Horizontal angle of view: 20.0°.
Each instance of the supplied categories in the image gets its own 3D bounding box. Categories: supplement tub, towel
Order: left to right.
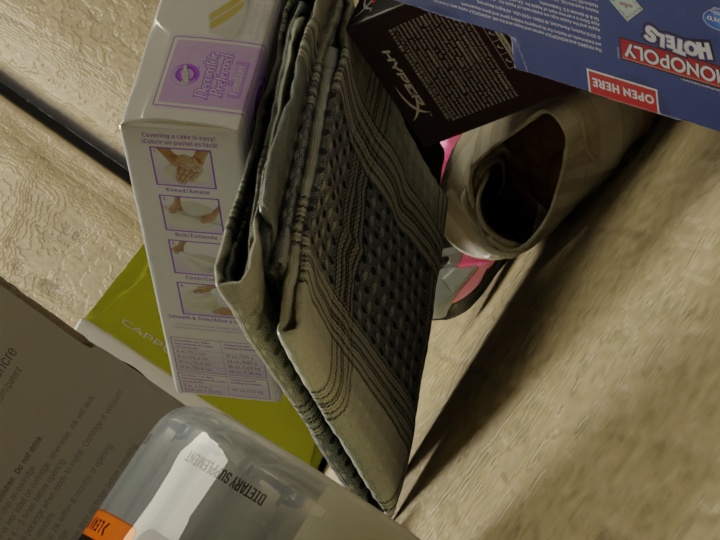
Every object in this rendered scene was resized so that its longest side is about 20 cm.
[{"bbox_3d":[-0.062,0.154,0.631,0.201,0.122,0.123,-57,3,-12],"label":"supplement tub"},{"bbox_3d":[-0.002,-0.014,0.945,0.201,0.034,0.194,60,-145,-49],"label":"towel"}]

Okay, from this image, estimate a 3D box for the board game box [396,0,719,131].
[{"bbox_3d":[0.114,-0.153,0.779,0.200,0.199,0.062,-44,-40,-33],"label":"board game box"}]

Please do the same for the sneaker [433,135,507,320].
[{"bbox_3d":[0.070,-0.037,1.222,0.096,0.078,0.201,77,-155,-46],"label":"sneaker"}]

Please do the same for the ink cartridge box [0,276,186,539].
[{"bbox_3d":[-0.104,0.139,0.728,0.199,0.199,0.047,-56,4,-14],"label":"ink cartridge box"}]

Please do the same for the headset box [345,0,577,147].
[{"bbox_3d":[0.108,-0.155,0.933,0.199,0.075,0.149,-19,31,33],"label":"headset box"}]

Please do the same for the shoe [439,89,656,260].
[{"bbox_3d":[0.078,-0.050,1.021,0.053,0.070,0.200,-40,-3,-29],"label":"shoe"}]

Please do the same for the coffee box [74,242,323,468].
[{"bbox_3d":[-0.144,0.127,1.518,0.198,0.199,0.200,-54,3,21],"label":"coffee box"}]

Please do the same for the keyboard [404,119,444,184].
[{"bbox_3d":[0.000,0.000,1.046,0.104,0.039,0.202,53,-141,-53],"label":"keyboard"}]

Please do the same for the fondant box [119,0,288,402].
[{"bbox_3d":[-0.059,-0.053,0.988,0.201,0.058,0.145,83,-165,-51],"label":"fondant box"}]
